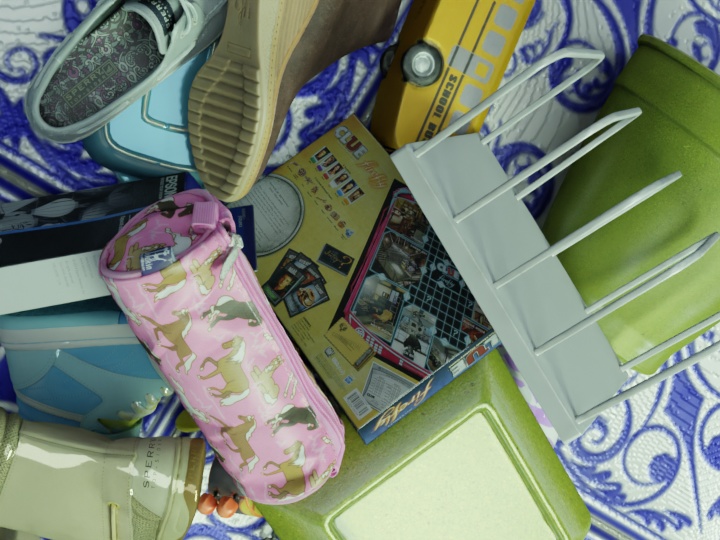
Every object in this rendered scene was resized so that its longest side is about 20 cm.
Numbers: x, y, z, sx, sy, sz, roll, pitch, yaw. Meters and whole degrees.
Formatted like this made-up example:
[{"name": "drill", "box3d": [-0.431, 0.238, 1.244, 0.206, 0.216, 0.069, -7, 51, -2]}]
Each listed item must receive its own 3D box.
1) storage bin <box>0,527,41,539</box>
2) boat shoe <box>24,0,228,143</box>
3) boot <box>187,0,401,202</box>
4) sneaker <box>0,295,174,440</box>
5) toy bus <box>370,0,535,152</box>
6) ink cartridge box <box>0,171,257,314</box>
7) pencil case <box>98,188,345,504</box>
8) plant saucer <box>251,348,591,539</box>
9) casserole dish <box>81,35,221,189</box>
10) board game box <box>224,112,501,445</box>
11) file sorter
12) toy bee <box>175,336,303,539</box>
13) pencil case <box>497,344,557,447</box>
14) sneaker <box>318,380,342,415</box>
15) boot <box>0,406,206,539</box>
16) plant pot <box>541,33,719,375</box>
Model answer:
[{"name": "storage bin", "box3d": [-0.293, 0.265, 0.703, 0.197, 0.200, 0.094, -28, 105, -8]}, {"name": "boat shoe", "box3d": [-0.133, -0.155, 0.694, 0.201, 0.071, 0.070, -44, 108, -4]}, {"name": "boot", "box3d": [-0.030, -0.149, 0.740, 0.166, 0.072, 0.202, -19, 132, -48]}, {"name": "sneaker", "box3d": [-0.151, 0.084, 0.760, 0.197, 0.080, 0.132, 1, 104, 9]}, {"name": "toy bus", "box3d": [0.072, -0.176, 0.788, 0.078, 0.065, 0.202, 22, 94, -18]}, {"name": "ink cartridge box", "box3d": [-0.169, -0.021, 0.717, 0.197, 0.100, 0.040, -10, 120, -4]}, {"name": "pencil case", "box3d": [-0.080, 0.052, 0.666, 0.083, 0.086, 0.201, -37, 120, -19]}, {"name": "plant saucer", "box3d": [0.055, 0.173, 0.752, 0.199, 0.048, 0.201, -35, 111, -7]}, {"name": "casserole dish", "box3d": [-0.125, -0.148, 0.756, 0.120, 0.039, 0.202, 13, 96, -17]}, {"name": "board game box", "box3d": [0.000, 0.000, 0.751, 0.135, 0.035, 0.201, -35, 63, -5]}, {"name": "file sorter", "box3d": [0.141, -0.026, 0.677, 0.124, 0.138, 0.201, -34, 84, 26]}, {"name": "toy bee", "box3d": [-0.070, 0.131, 0.775, 0.130, 0.108, 0.202, -23, 84, 29]}, {"name": "pencil case", "box3d": [0.105, 0.134, 0.839, 0.085, 0.084, 0.202, 21, 95, 2]}, {"name": "sneaker", "box3d": [0.022, 0.036, 0.807, 0.076, 0.081, 0.202, 11, 96, -15]}, {"name": "boot", "box3d": [-0.195, 0.156, 0.709, 0.154, 0.200, 0.073, 13, 54, -15]}, {"name": "plant pot", "box3d": [0.225, -0.035, 0.803, 0.199, 0.201, 0.194, 35, 102, -18]}]
